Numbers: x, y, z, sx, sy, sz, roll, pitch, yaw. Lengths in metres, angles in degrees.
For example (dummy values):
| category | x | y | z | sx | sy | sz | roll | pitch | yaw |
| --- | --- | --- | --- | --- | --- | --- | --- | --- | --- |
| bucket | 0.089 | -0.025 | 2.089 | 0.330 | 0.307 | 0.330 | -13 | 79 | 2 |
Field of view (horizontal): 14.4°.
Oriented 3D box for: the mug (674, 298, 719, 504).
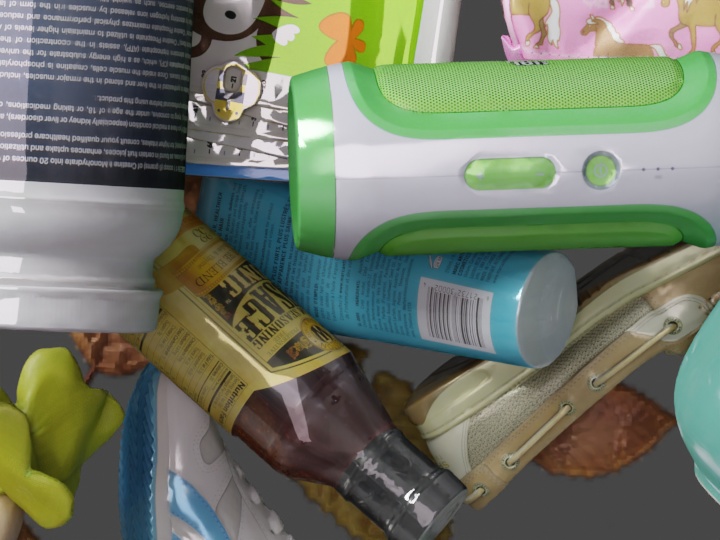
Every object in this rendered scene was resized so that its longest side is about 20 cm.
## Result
| category | x | y | z | sx | sy | sz | roll | pitch | yaw |
| --- | --- | --- | --- | --- | --- | --- | --- | --- | --- |
| mug | 0.220 | 0.073 | 1.197 | 0.184 | 0.152 | 0.115 | 34 | 99 | -14 |

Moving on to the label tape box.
| category | x | y | z | sx | sy | sz | roll | pitch | yaw |
| --- | --- | --- | --- | --- | --- | --- | --- | --- | --- |
| label tape box | -0.050 | -0.142 | 1.290 | 0.143 | 0.063 | 0.202 | 5 | 93 | 6 |

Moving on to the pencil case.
| category | x | y | z | sx | sy | sz | roll | pitch | yaw |
| --- | --- | --- | --- | --- | --- | --- | --- | --- | --- |
| pencil case | 0.161 | -0.116 | 1.258 | 0.198 | 0.083 | 0.087 | -1 | 98 | 6 |

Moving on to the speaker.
| category | x | y | z | sx | sy | sz | roll | pitch | yaw |
| --- | --- | --- | --- | --- | --- | --- | --- | --- | --- |
| speaker | 0.070 | -0.049 | 1.196 | 0.198 | 0.088 | 0.089 | -2 | 90 | -4 |

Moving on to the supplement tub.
| category | x | y | z | sx | sy | sz | roll | pitch | yaw |
| --- | --- | --- | --- | --- | --- | --- | --- | --- | --- |
| supplement tub | -0.140 | -0.078 | 1.180 | 0.139 | 0.140 | 0.202 | 3 | 91 | 6 |

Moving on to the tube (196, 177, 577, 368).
| category | x | y | z | sx | sy | sz | roll | pitch | yaw |
| --- | --- | --- | --- | --- | --- | --- | --- | --- | --- |
| tube | 0.000 | 0.000 | 1.269 | 0.199 | 0.050 | 0.078 | 13 | 87 | 33 |

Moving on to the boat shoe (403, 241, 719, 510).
| category | x | y | z | sx | sy | sz | roll | pitch | yaw |
| --- | --- | --- | --- | --- | --- | --- | --- | --- | --- |
| boat shoe | 0.117 | 0.033 | 1.272 | 0.200 | 0.073 | 0.063 | -32 | 95 | 8 |

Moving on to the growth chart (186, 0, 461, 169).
| category | x | y | z | sx | sy | sz | roll | pitch | yaw |
| --- | --- | --- | --- | --- | --- | --- | --- | --- | --- |
| growth chart | -0.050 | -0.108 | 1.251 | 0.198 | 0.018 | 0.146 | -1 | 91 | 5 |

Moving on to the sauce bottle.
| category | x | y | z | sx | sy | sz | roll | pitch | yaw |
| --- | --- | --- | --- | --- | --- | --- | --- | --- | --- |
| sauce bottle | -0.038 | 0.046 | 1.254 | 0.200 | 0.066 | 0.066 | 40 | 95 | 10 |

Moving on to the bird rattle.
| category | x | y | z | sx | sy | sz | roll | pitch | yaw |
| --- | --- | --- | --- | --- | --- | --- | --- | --- | --- |
| bird rattle | -0.203 | 0.114 | 1.313 | 0.163 | 0.113 | 0.201 | 36 | 107 | 16 |

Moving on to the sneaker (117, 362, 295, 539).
| category | x | y | z | sx | sy | sz | roll | pitch | yaw |
| --- | --- | --- | --- | --- | --- | --- | --- | --- | --- |
| sneaker | -0.061 | 0.135 | 1.296 | 0.080 | 0.076 | 0.202 | -10 | 85 | -17 |
